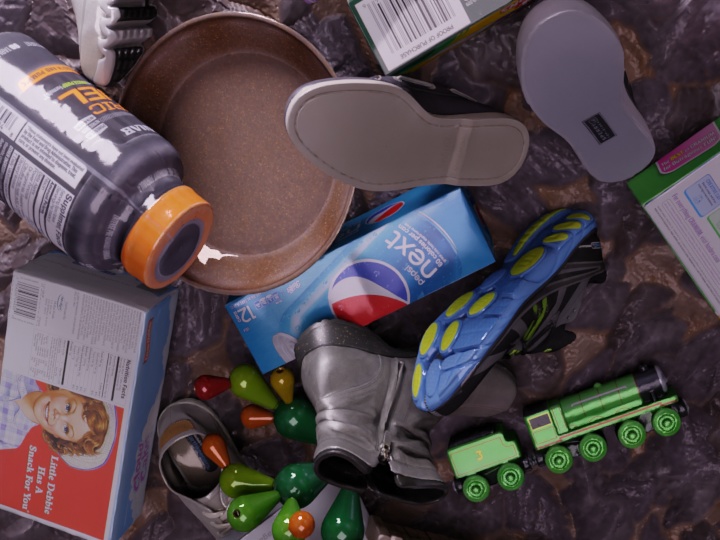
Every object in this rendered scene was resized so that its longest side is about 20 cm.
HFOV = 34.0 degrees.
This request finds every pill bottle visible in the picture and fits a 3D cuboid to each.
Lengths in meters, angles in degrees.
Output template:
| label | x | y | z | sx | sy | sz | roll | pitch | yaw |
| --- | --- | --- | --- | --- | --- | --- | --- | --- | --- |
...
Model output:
| label | x | y | z | sx | sy | sz | roll | pitch | yaw |
| --- | --- | --- | --- | --- | --- | --- | --- | --- | --- |
| pill bottle | -0.197 | -0.072 | 0.830 | 0.199 | 0.106 | 0.107 | 36 | 107 | 15 |

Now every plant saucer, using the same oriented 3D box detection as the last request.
| label | x | y | z | sx | sy | sz | roll | pitch | yaw |
| --- | --- | --- | --- | --- | --- | --- | --- | --- | --- |
| plant saucer | -0.089 | -0.085 | 0.866 | 0.197 | 0.037 | 0.204 | 2 | 96 | 19 |

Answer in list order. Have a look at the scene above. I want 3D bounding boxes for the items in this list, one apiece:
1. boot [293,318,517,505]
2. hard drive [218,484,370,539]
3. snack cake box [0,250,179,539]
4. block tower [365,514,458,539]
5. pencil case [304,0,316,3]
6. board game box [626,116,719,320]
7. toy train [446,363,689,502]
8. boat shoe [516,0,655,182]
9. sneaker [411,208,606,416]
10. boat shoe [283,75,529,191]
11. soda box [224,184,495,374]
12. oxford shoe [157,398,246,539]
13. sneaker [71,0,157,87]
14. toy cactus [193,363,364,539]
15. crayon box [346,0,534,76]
| label | x | y | z | sx | sy | sz | roll | pitch | yaw |
| --- | --- | --- | --- | --- | --- | --- | --- | --- | --- |
| boot | 0.042 | 0.117 | 0.864 | 0.197 | 0.132 | 0.068 | 13 | 132 | -28 |
| hard drive | -0.027 | 0.274 | 0.963 | 0.131 | 0.026 | 0.202 | -33 | 108 | -24 |
| snack cake box | -0.219 | 0.100 | 0.927 | 0.113 | 0.067 | 0.203 | 16 | 107 | 9 |
| block tower | 0.096 | 0.255 | 0.952 | 0.197 | 0.054 | 0.059 | 18 | 90 | -9 |
| pencil case | 0.011 | -0.273 | 0.802 | 0.199 | 0.084 | 0.086 | -37 | 67 | 11 |
| board game box | 0.316 | -0.060 | 0.849 | 0.199 | 0.041 | 0.153 | -35 | 116 | 13 |
| toy train | 0.161 | 0.128 | 0.936 | 0.197 | 0.042 | 0.057 | -22 | 94 | 10 |
| boat shoe | 0.147 | -0.127 | 0.792 | 0.068 | 0.057 | 0.200 | -24 | 148 | 15 |
| sneaker | 0.116 | 0.038 | 0.856 | 0.199 | 0.070 | 0.083 | -42 | 114 | -25 |
| boat shoe | 0.025 | -0.099 | 0.817 | 0.197 | 0.063 | 0.074 | 3 | 116 | -34 |
| soda box | 0.000 | 0.000 | 0.891 | 0.198 | 0.068 | 0.065 | -27 | 105 | 11 |
| oxford shoe | -0.102 | 0.196 | 0.964 | 0.075 | 0.058 | 0.201 | -32 | 104 | 10 |
| sneaker | -0.187 | -0.234 | 0.835 | 0.080 | 0.075 | 0.204 | 5 | 98 | 11 |
| toy cactus | -0.031 | 0.150 | 0.905 | 0.202 | 0.163 | 0.103 | 58 | 146 | 21 |
| crayon box | 0.098 | -0.200 | 0.767 | 0.198 | 0.173 | 0.059 | -29 | 94 | 12 |
